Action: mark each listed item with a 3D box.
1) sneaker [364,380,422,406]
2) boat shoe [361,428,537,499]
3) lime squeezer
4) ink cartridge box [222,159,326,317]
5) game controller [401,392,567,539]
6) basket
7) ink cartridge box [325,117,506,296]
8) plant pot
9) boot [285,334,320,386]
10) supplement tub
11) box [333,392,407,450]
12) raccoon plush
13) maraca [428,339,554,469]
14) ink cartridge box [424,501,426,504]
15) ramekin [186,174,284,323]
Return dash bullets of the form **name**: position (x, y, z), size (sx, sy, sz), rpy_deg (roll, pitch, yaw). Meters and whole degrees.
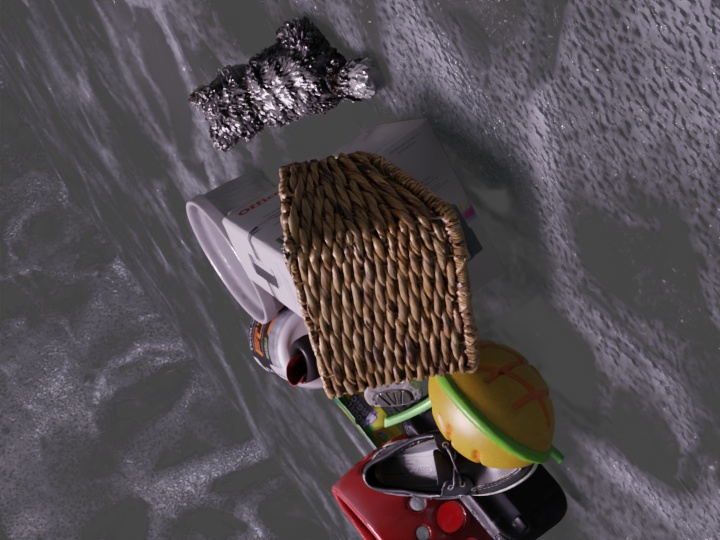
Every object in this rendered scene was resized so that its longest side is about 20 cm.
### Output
- **sneaker**: position (0.020, 0.069, 1.186), size (0.201, 0.077, 0.101), rpy_deg (81, -178, -64)
- **boat shoe**: position (0.085, 0.200, 1.168), size (0.197, 0.066, 0.076), rpy_deg (-5, 91, 36)
- **lime squeezer**: position (0.117, 0.151, 1.186), size (0.197, 0.038, 0.072), rpy_deg (9, 98, 20)
- **ink cartridge box**: position (-0.038, -0.033, 1.192), size (0.200, 0.143, 0.085), rpy_deg (31, 148, 57)
- **game controller**: position (0.135, 0.207, 1.235), size (0.200, 0.104, 0.042), rpy_deg (49, 139, 25)
- **basket**: position (0.019, -0.008, 0.992), size (0.144, 0.147, 0.201), rpy_deg (-97, -6, -46)
- **ink cartridge box**: position (0.059, -0.035, 1.050), size (0.202, 0.067, 0.117), rpy_deg (61, 162, -15)
- **plant pot**: position (0.093, 0.276, 1.324), size (0.201, 0.182, 0.201), rpy_deg (50, 170, 12)
- **boot**: position (-0.035, 0.117, 1.485), size (0.072, 0.144, 0.201), rpy_deg (46, 163, 24)
- **supplement tub**: position (-0.093, 0.100, 1.657), size (0.123, 0.122, 0.200), rpy_deg (59, 163, -13)
- **box**: position (0.038, 0.207, 1.492), size (0.118, 0.048, 0.200), rpy_deg (49, -172, 23)
- **raccoon plush**: position (-0.080, -0.171, 1.069), size (0.098, 0.133, 0.200), rpy_deg (60, 164, -13)
- **maraca**: position (0.119, 0.116, 1.105), size (0.136, 0.107, 0.201), rpy_deg (32, -165, -32)
- **ink cartridge box**: position (0.181, 0.384, 1.548), size (0.201, 0.043, 0.198), rpy_deg (53, 164, 3)
- **ramekin**: position (-0.146, -0.037, 1.580), size (0.201, 0.104, 0.201), rpy_deg (50, 163, 22)
